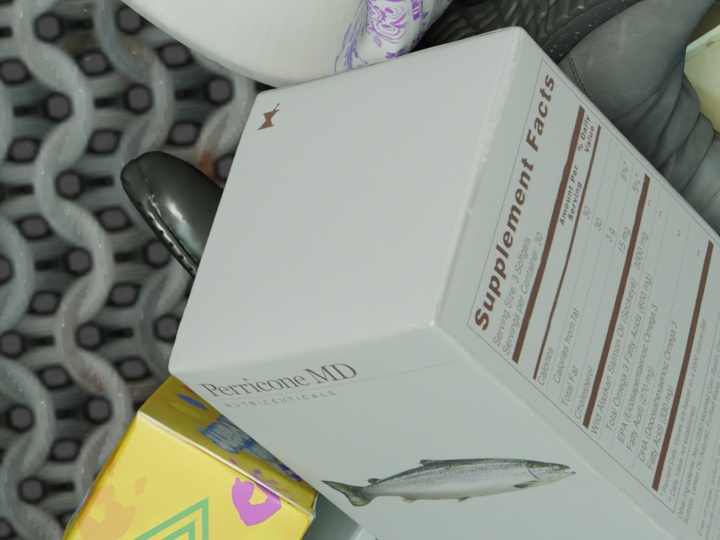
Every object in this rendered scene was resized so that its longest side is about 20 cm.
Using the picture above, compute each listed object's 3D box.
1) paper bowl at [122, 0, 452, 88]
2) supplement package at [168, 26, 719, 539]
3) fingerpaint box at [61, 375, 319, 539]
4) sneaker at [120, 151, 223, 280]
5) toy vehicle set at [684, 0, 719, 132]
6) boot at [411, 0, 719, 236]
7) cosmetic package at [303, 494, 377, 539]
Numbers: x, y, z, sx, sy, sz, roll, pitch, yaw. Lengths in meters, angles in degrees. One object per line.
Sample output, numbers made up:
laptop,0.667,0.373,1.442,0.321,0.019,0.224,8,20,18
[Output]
paper bowl,-0.039,-0.163,0.928,0.201,0.200,0.105,43,68,-15
supplement package,0.051,0.029,0.929,0.117,0.118,0.200,-11,141,40
fingerpaint box,-0.081,0.125,0.993,0.073,0.200,0.167,30,95,0
sneaker,0.000,0.000,1.045,0.200,0.074,0.089,37,97,-24
toy vehicle set,0.170,-0.007,1.069,0.124,0.027,0.200,-31,107,8
boot,0.106,-0.068,0.980,0.200,0.070,0.131,-35,127,28
cosmetic package,-0.006,0.177,1.094,0.112,0.081,0.200,27,107,-16
